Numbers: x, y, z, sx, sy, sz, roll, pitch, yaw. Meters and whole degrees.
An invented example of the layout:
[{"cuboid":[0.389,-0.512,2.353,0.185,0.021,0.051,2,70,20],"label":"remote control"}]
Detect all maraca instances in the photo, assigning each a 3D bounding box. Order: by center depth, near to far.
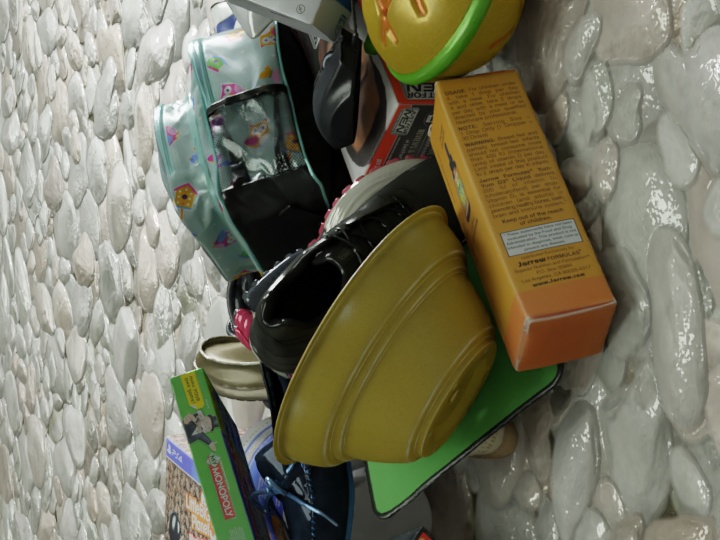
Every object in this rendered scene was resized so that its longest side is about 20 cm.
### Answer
[{"cuboid":[0.050,-0.197,1.352,0.138,0.106,0.200,-64,22,3],"label":"maraca"}]

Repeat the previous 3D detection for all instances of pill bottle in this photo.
[{"cuboid":[-0.024,0.183,1.545,0.200,0.111,0.113,-167,76,-65],"label":"pill bottle"}]

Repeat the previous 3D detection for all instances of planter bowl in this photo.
[{"cuboid":[0.033,0.064,1.282,0.083,0.200,0.201,32,130,17],"label":"planter bowl"}]

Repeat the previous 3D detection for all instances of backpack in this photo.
[{"cuboid":[-0.082,-0.099,1.578,0.176,0.152,0.201,55,-154,-60],"label":"backpack"}]

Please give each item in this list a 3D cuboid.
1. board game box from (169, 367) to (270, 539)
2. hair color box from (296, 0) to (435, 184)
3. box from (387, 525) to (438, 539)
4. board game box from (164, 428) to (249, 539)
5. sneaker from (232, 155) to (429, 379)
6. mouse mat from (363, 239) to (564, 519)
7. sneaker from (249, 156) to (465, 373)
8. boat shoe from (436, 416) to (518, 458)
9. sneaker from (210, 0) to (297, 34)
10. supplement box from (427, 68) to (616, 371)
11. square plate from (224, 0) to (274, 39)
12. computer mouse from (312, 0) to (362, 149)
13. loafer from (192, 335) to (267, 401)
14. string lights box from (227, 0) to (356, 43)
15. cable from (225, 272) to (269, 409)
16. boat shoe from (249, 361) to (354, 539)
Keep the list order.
[{"cuboid":[-0.091,0.188,1.459,0.135,0.029,0.201,74,177,-66],"label":"board game box"},{"cuboid":[0.010,-0.169,1.499,0.102,0.061,0.201,117,142,-45],"label":"hair color box"},{"cuboid":[0.043,0.259,1.399,0.137,0.038,0.200,44,152,-6],"label":"box"},{"cuboid":[-0.108,0.262,1.758,0.159,0.096,0.202,-157,67,-63],"label":"board game box"},{"cuboid":[0.000,0.000,1.434,0.075,0.200,0.081,39,172,31],"label":"sneaker"},{"cuboid":[0.062,0.063,1.362,0.200,0.007,0.162,-43,41,33],"label":"mouse mat"},{"cuboid":[0.006,-0.008,1.350,0.076,0.200,0.091,43,169,12],"label":"sneaker"},{"cuboid":[0.042,0.096,1.436,0.200,0.064,0.072,32,100,56],"label":"boat shoe"},{"cuboid":[-0.094,-0.177,1.722,0.200,0.080,0.115,-68,30,30],"label":"sneaker"},{"cuboid":[0.103,-0.037,1.285,0.067,0.068,0.201,96,157,-56],"label":"supplement box"},{"cuboid":[-0.054,-0.298,1.532,0.198,0.028,0.200,-47,36,8],"label":"square plate"},{"cuboid":[-0.016,-0.173,1.387,0.059,0.034,0.201,-80,-6,-52],"label":"computer mouse"},{"cuboid":[-0.055,0.070,1.588,0.199,0.076,0.068,5,106,34],"label":"loafer"},{"cuboid":[-0.028,-0.281,1.430,0.102,0.059,0.201,24,89,22],"label":"string lights box"},{"cuboid":[-0.064,0.046,1.709,0.200,0.050,0.165,-4,93,61],"label":"cable"},{"cuboid":[-0.050,0.144,1.430,0.084,0.068,0.201,125,148,-45],"label":"boat shoe"}]
